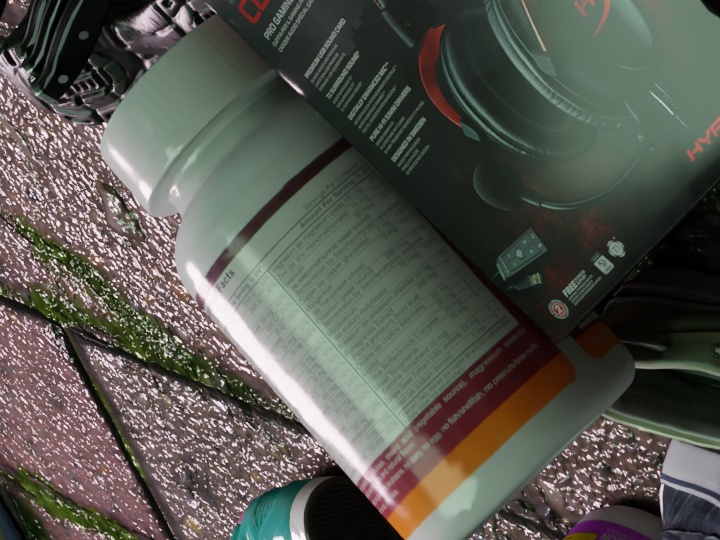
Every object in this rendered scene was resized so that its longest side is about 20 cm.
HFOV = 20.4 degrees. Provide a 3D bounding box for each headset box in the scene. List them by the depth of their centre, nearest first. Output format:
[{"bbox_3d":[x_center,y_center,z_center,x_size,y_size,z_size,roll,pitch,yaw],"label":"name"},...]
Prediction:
[{"bbox_3d":[0.048,-0.099,0.672,0.200,0.075,0.149,45,136,4],"label":"headset box"}]

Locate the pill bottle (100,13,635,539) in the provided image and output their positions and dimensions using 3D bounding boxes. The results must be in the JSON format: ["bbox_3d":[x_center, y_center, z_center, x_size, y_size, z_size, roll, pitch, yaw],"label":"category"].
[{"bbox_3d":[0.000,0.000,0.747,0.200,0.109,0.110,48,153,9],"label":"pill bottle"}]

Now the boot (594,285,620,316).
[{"bbox_3d":[0.054,-0.005,0.843,0.097,0.074,0.201,39,143,33],"label":"boot"}]

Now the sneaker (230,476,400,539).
[{"bbox_3d":[-0.018,0.211,1.203,0.120,0.083,0.201,-4,117,50],"label":"sneaker"}]

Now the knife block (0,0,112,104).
[{"bbox_3d":[-0.099,-0.159,0.742,0.199,0.064,0.177,-5,81,56],"label":"knife block"}]

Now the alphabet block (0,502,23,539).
[{"bbox_3d":[-0.407,0.284,1.726,0.196,0.200,0.196,16,141,44],"label":"alphabet block"}]

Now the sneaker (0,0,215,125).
[{"bbox_3d":[-0.066,-0.125,0.834,0.199,0.091,0.076,-6,145,30],"label":"sneaker"}]

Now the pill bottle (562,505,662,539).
[{"bbox_3d":[0.090,0.211,0.928,0.104,0.200,0.105,33,151,22],"label":"pill bottle"}]

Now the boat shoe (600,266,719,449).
[{"bbox_3d":[0.164,0.048,0.754,0.199,0.062,0.072,10,136,49],"label":"boat shoe"}]

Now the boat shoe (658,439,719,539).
[{"bbox_3d":[0.159,0.122,0.764,0.070,0.092,0.200,12,179,-7],"label":"boat shoe"}]
